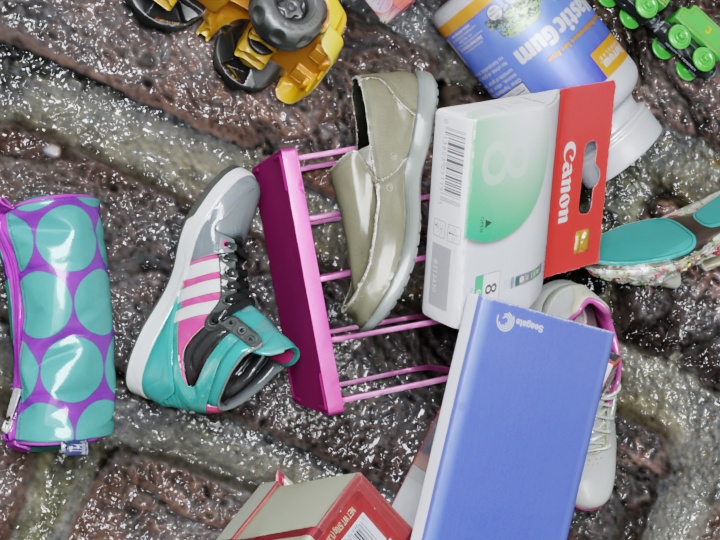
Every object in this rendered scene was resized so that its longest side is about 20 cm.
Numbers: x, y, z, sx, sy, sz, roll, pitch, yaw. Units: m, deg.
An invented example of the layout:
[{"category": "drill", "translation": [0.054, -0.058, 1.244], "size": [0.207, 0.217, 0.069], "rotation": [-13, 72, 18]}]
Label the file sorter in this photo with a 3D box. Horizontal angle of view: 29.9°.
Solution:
[{"category": "file sorter", "translation": [0.000, 0.000, 1.083], "size": [0.124, 0.139, 0.202], "rotation": [-11, 91, -14]}]

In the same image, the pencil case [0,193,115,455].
[{"category": "pencil case", "translation": [-0.241, 0.042, 1.054], "size": [0.092, 0.085, 0.202], "rotation": [-3, 88, -42]}]

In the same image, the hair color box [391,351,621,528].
[{"category": "hair color box", "translation": [0.117, 0.135, 1.099], "size": [0.110, 0.064, 0.201], "rotation": [27, 99, 14]}]

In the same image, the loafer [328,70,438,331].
[{"category": "loafer", "translation": [0.006, -0.055, 0.986], "size": [0.069, 0.075, 0.201], "rotation": [12, 73, -12]}]

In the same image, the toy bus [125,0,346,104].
[{"category": "toy bus", "translation": [-0.080, -0.263, 1.088], "size": [0.200, 0.136, 0.193], "rotation": [37, 65, -12]}]

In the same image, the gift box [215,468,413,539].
[{"category": "gift box", "translation": [-0.046, 0.255, 1.026], "size": [0.184, 0.186, 0.200], "rotation": [-43, 101, -33]}]

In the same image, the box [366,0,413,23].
[{"category": "box", "translation": [0.059, -0.293, 1.070], "size": [0.103, 0.095, 0.200], "rotation": [50, 41, -5]}]

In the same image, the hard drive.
[{"category": "hard drive", "translation": [0.113, 0.130, 1.000], "size": [0.131, 0.025, 0.202], "rotation": [15, 87, -31]}]

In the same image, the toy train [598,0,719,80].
[{"category": "toy train", "translation": [0.248, -0.248, 1.197], "size": [0.200, 0.042, 0.057], "rotation": [41, 71, -9]}]

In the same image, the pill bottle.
[{"category": "pill bottle", "translation": [0.162, -0.172, 1.138], "size": [0.112, 0.112, 0.200], "rotation": [-42, 97, -10]}]

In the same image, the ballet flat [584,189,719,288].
[{"category": "ballet flat", "translation": [0.290, -0.020, 1.189], "size": [0.199, 0.076, 0.064], "rotation": [-20, 127, -7]}]

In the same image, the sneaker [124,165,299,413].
[{"category": "sneaker", "translation": [-0.096, 0.026, 1.066], "size": [0.120, 0.084, 0.201], "rotation": [23, 90, 21]}]

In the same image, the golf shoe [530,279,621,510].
[{"category": "golf shoe", "translation": [0.187, 0.109, 1.147], "size": [0.075, 0.091, 0.202], "rotation": [-10, 92, -15]}]

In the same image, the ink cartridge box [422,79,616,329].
[{"category": "ink cartridge box", "translation": [0.137, -0.054, 1.033], "size": [0.199, 0.050, 0.162], "rotation": [-13, 115, -35]}]
